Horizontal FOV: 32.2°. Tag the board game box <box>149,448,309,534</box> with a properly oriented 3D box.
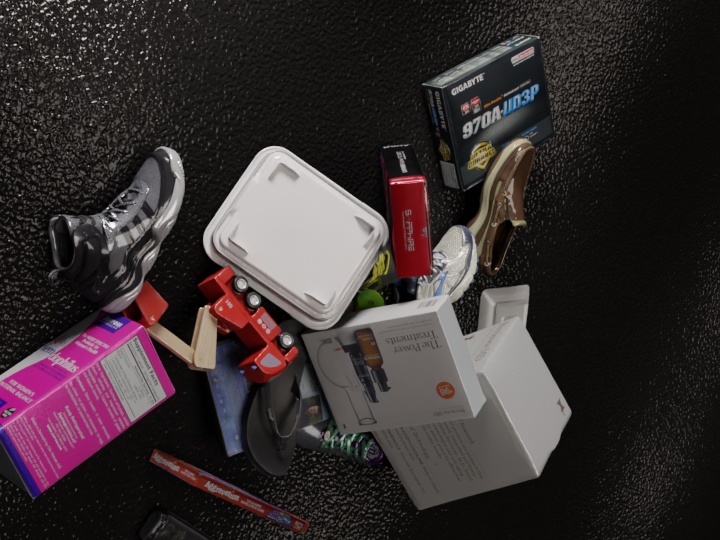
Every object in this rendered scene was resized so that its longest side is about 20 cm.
[{"bbox_3d":[-0.163,0.280,1.568,0.200,0.103,0.019,35,76,-41],"label":"board game box"}]

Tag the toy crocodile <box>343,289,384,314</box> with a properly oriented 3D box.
[{"bbox_3d":[0.038,0.073,1.653,0.199,0.068,0.062,12,60,-19],"label":"toy crocodile"}]

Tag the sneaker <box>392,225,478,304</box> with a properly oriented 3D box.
[{"bbox_3d":[0.094,0.019,1.739,0.085,0.077,0.200,35,78,-37],"label":"sneaker"}]

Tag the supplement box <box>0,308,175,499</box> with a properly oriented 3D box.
[{"bbox_3d":[-0.325,0.143,1.392,0.200,0.101,0.104,-36,122,-29],"label":"supplement box"}]

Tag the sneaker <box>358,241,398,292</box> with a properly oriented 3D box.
[{"bbox_3d":[0.000,0.000,1.640,0.200,0.085,0.075,-9,101,-38],"label":"sneaker"}]

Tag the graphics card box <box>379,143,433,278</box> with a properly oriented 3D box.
[{"bbox_3d":[0.058,-0.081,1.606,0.051,0.200,0.126,-6,110,0],"label":"graphics card box"}]

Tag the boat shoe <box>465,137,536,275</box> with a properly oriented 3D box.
[{"bbox_3d":[0.210,-0.086,1.772,0.075,0.075,0.203,-6,125,-49],"label":"boat shoe"}]

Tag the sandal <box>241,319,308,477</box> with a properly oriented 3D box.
[{"bbox_3d":[-0.102,0.159,1.571,0.076,0.043,0.201,15,76,-35],"label":"sandal"}]

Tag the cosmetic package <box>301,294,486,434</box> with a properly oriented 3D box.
[{"bbox_3d":[0.041,0.123,1.578,0.052,0.200,0.151,-48,121,-55],"label":"cosmetic package"}]

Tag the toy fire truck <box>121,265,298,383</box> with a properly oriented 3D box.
[{"bbox_3d":[-0.180,0.072,1.496,0.200,0.049,0.141,52,53,-12],"label":"toy fire truck"}]

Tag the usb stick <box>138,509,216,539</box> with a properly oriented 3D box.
[{"bbox_3d":[-0.205,0.368,1.604,0.056,0.033,0.200,-53,130,-8],"label":"usb stick"}]

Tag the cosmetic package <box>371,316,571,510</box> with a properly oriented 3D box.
[{"bbox_3d":[0.147,0.194,1.691,0.167,0.200,0.167,60,33,-11],"label":"cosmetic package"}]

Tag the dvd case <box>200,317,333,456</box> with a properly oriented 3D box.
[{"bbox_3d":[-0.110,0.141,1.606,0.200,0.018,0.143,-16,94,-37],"label":"dvd case"}]

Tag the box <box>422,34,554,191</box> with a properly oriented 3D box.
[{"bbox_3d":[0.185,-0.225,1.768,0.200,0.046,0.159,-31,121,-31],"label":"box"}]

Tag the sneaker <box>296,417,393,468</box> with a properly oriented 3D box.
[{"bbox_3d":[-0.017,0.223,1.688,0.200,0.087,0.075,21,88,-42],"label":"sneaker"}]

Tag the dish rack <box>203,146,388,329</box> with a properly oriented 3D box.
[{"bbox_3d":[-0.074,-0.043,1.534,0.200,0.044,0.172,35,78,-8],"label":"dish rack"}]

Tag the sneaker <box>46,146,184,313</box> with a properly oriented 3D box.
[{"bbox_3d":[-0.277,-0.058,1.394,0.114,0.075,0.200,25,87,-44],"label":"sneaker"}]

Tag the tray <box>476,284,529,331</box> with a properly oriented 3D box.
[{"bbox_3d":[0.218,0.124,1.910,0.107,0.022,0.201,-5,105,-39],"label":"tray"}]
